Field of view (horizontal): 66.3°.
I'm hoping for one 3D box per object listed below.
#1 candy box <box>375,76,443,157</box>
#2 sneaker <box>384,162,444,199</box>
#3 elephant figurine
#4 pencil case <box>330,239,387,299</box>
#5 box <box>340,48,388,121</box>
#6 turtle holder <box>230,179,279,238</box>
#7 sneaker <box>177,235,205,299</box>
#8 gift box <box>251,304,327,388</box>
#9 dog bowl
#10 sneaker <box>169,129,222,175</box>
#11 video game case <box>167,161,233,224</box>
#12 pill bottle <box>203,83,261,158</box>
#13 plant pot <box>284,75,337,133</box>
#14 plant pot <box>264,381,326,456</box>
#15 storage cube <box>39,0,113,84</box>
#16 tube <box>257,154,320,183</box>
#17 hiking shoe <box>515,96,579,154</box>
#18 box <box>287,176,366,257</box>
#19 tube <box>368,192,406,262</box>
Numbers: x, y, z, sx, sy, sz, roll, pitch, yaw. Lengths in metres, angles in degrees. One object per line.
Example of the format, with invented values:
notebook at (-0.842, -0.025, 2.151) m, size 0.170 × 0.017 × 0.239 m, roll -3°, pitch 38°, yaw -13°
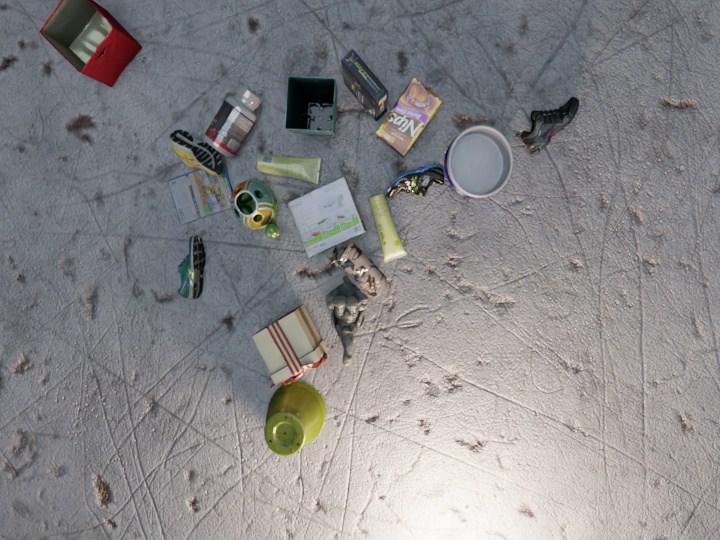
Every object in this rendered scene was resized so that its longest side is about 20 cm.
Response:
candy box at (0.147, -0.461, 1.669) m, size 0.115 × 0.056 × 0.202 m, roll 36°, pitch 98°, yaw 1°
sneaker at (0.166, -0.260, 1.673) m, size 0.193 × 0.071 × 0.085 m, roll -20°, pitch 86°, yaw 3°
elephant figurine at (-0.043, 0.155, 1.700) m, size 0.139 × 0.153 × 0.207 m, roll 22°, pitch 127°, yaw 36°
pencil case at (0.000, 0.000, 1.667) m, size 0.089 × 0.078 × 0.200 m, roll -41°, pitch 116°, yaw 10°
box at (0.013, -0.533, 1.602) m, size 0.051 × 0.200 × 0.159 m, roll -40°, pitch 90°, yaw 0°
turtle holder at (-0.328, -0.183, 1.692) m, size 0.136 × 0.132 × 0.193 m, roll -12°, pitch 93°, yaw 5°
sneaker at (-0.547, -0.011, 1.756) m, size 0.077 × 0.077 × 0.208 m, roll 10°, pitch 95°, yaw 13°
gift box at (-0.218, 0.239, 1.684) m, size 0.181 × 0.200 × 0.191 m, roll -29°, pitch 93°, yaw 11°
dog bowl at (0.348, -0.320, 1.636) m, size 0.192 × 0.079 × 0.209 m, roll 0°, pitch 93°, yaw -3°
sneaker at (-0.509, -0.354, 1.726) m, size 0.198 × 0.091 × 0.078 m, roll 37°, pitch 54°, yaw 10°
video game case at (-0.507, -0.248, 1.761) m, size 0.193 × 0.018 × 0.148 m, roll -17°, pitch 92°, yaw 6°
pill bottle at (-0.388, -0.459, 1.689) m, size 0.109 × 0.111 × 0.203 m, roll 34°, pitch 96°, yaw 2°
plant pot at (-0.131, -0.467, 1.620) m, size 0.136 × 0.200 × 0.147 m, roll 5°, pitch 94°, yaw 5°
plant pot at (-0.215, 0.469, 1.698) m, size 0.192 × 0.193 × 0.209 m, roll 0°, pitch 94°, yaw 5°
storage cube at (-0.813, -0.704, 1.676) m, size 0.200 × 0.180 × 0.172 m, roll 43°, pitch 96°, yaw 2°
tube at (-0.222, -0.320, 1.711) m, size 0.192 × 0.053 × 0.059 m, roll 7°, pitch 136°, yaw 1°
hiking shoe at (0.553, -0.445, 1.622) m, size 0.101 × 0.076 × 0.200 m, roll 43°, pitch 97°, yaw -3°
box at (-0.101, -0.163, 1.691) m, size 0.194 × 0.097 × 0.182 m, roll -23°, pitch 91°, yaw 7°
tube at (0.080, -0.134, 1.703) m, size 0.057 × 0.051 × 0.207 m, roll -9°, pitch 100°, yaw 49°
